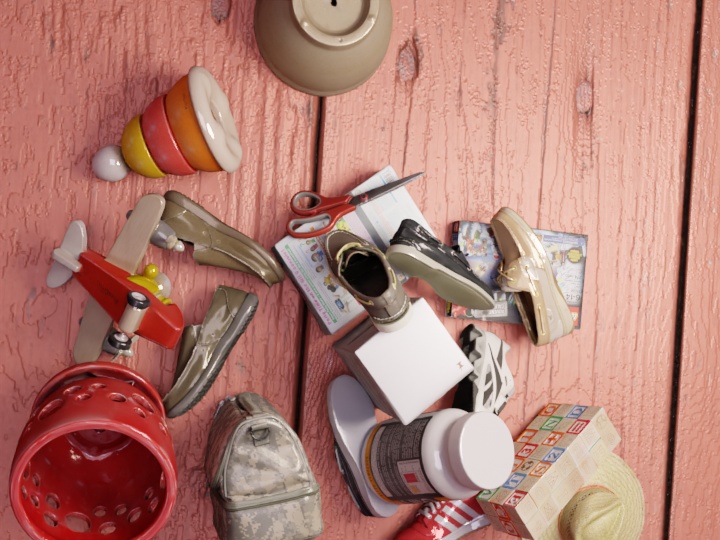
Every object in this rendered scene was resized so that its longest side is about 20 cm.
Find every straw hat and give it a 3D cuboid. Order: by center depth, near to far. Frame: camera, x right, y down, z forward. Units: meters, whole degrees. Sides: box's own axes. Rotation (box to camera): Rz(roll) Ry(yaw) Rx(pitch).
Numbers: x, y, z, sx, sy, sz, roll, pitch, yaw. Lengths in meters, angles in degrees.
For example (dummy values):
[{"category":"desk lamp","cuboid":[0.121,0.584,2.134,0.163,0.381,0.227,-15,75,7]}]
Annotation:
[{"category":"straw hat","cuboid":[0.333,0.357,1.543,0.197,0.085,0.205,0,88,-10]}]

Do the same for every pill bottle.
[{"category":"pill bottle","cuboid":[0.099,0.241,1.406,0.115,0.199,0.119,10,73,-34]}]

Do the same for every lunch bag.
[{"category":"lunch bag","cuboid":[-0.134,0.254,1.408,0.137,0.200,0.171,-6,93,-13]}]

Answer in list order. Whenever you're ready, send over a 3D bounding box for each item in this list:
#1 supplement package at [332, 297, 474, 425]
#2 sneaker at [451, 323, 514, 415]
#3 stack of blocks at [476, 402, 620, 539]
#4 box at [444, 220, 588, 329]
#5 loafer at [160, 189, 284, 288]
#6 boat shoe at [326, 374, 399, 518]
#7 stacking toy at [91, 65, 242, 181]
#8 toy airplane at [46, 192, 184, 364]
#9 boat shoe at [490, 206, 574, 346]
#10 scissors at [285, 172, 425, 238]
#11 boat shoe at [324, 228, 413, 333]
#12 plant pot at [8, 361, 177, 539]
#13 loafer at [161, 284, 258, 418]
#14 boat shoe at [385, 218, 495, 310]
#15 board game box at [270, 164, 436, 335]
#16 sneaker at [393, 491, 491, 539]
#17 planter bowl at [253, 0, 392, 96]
[{"category":"supplement package","cuboid":[0.051,0.114,1.440,0.116,0.200,0.118,-37,95,-9]},{"category":"sneaker","cuboid":[0.176,0.179,1.507,0.087,0.074,0.203,20,64,-19]},{"category":"stack of blocks","cuboid":[0.250,0.271,1.485,0.200,0.115,0.059,-42,107,-26]},{"category":"box","cuboid":[0.224,0.007,1.554,0.196,0.040,0.140,5,89,-10]},{"category":"loafer","cuboid":[-0.193,-0.030,1.467,0.198,0.076,0.068,33,84,2]},{"category":"boat shoe","cuboid":[-0.008,0.244,1.494,0.071,0.067,0.203,-25,95,-39]},{"category":"stacking toy","cuboid":[-0.269,-0.174,1.444,0.197,0.146,0.149,-19,92,8]},{"category":"toy airplane","cuboid":[-0.312,0.019,1.421,0.197,0.140,0.203,-16,82,32]},{"category":"boat shoe","cuboid":[0.225,0.012,1.497,0.068,0.074,0.202,-29,95,-15]},{"category":"scissors","cuboid":[-0.005,-0.087,1.455,0.196,0.014,0.074,-9,59,4]},{"category":"boat shoe","cuboid":[0.003,-0.002,1.378,0.071,0.202,0.061,-33,131,-5]},{"category":"plant pot","cuboid":[-0.328,0.226,1.359,0.196,0.183,0.204,-3,116,-7]},{"category":"loafer","cuboid":[-0.214,0.106,1.465,0.069,0.075,0.202,32,79,4]},{"category":"boat shoe","cuboid":[0.115,-0.009,1.464,0.198,0.074,0.067,28,64,-30]},{"category":"board game box","cuboid":[-0.004,-0.027,1.503,0.199,0.064,0.149,-34,94,-10]},{"category":"sneaker","cuboid":[0.120,0.317,1.513,0.197,0.071,0.114,-20,96,-18]},{"category":"planter bowl","cuboid":[-0.043,-0.348,1.467,0.196,0.135,0.204,0,89,-10]}]
